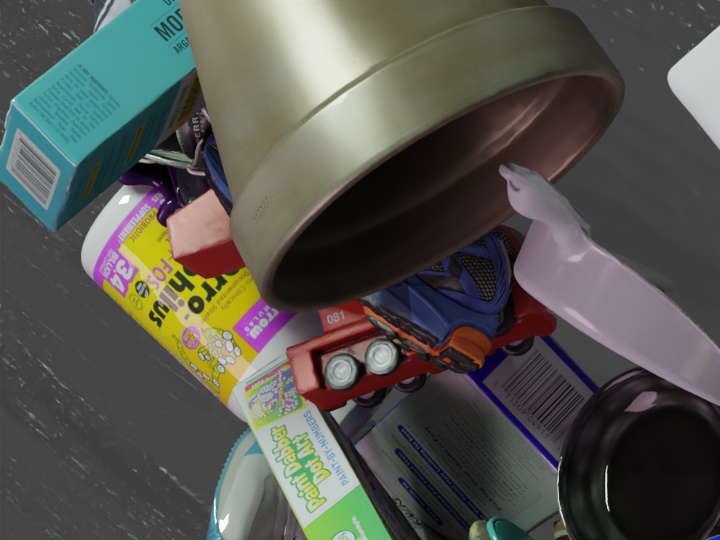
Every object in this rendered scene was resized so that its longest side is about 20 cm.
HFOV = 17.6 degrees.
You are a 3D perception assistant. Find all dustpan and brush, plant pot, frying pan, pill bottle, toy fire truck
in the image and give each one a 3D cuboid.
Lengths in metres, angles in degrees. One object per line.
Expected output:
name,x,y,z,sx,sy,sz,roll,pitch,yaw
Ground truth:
dustpan and brush,0.113,-0.003,1.150,0.139,0.057,0.200,38,-170,38
plant pot,-0.002,-0.104,1.120,0.174,0.199,0.200,58,156,16
frying pan,0.175,0.126,1.218,0.031,0.115,0.190,24,-166,-45
pill bottle,-0.073,0.024,1.454,0.200,0.104,0.104,42,152,11
toy fire truck,0.000,0.000,1.294,0.049,0.199,0.142,37,-144,-64

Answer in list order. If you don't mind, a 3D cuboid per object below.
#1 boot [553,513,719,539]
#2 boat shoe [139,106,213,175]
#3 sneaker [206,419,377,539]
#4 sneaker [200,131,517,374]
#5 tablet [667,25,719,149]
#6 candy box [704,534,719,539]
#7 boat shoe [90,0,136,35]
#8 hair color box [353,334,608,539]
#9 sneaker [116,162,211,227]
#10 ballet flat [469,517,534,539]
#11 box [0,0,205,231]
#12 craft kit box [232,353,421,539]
boot,0.178,0.184,1.283,0.200,0.075,0.108,6,97,54
boat shoe,-0.077,-0.083,1.313,0.199,0.064,0.071,2,105,33
sneaker,-0.036,0.139,1.472,0.080,0.200,0.077,20,118,16
sneaker,-0.001,-0.023,1.242,0.200,0.079,0.075,32,167,17
tablet,0.226,-0.034,1.012,0.200,0.014,0.130,52,147,3
candy box,0.234,0.203,1.109,0.077,0.168,0.201,-109,0,-54
boat shoe,-0.125,-0.183,1.316,0.200,0.071,0.091,127,123,-72
hair color box,0.075,0.104,1.386,0.109,0.065,0.200,47,151,2
sneaker,-0.067,-0.032,1.389,0.200,0.087,0.075,35,150,25
ballet flat,0.103,0.197,1.359,0.072,0.072,0.200,26,178,36
box,-0.101,-0.110,1.215,0.049,0.200,0.082,44,152,6
craft kit box,0.015,0.172,1.326,0.198,0.048,0.200,53,-177,-37
